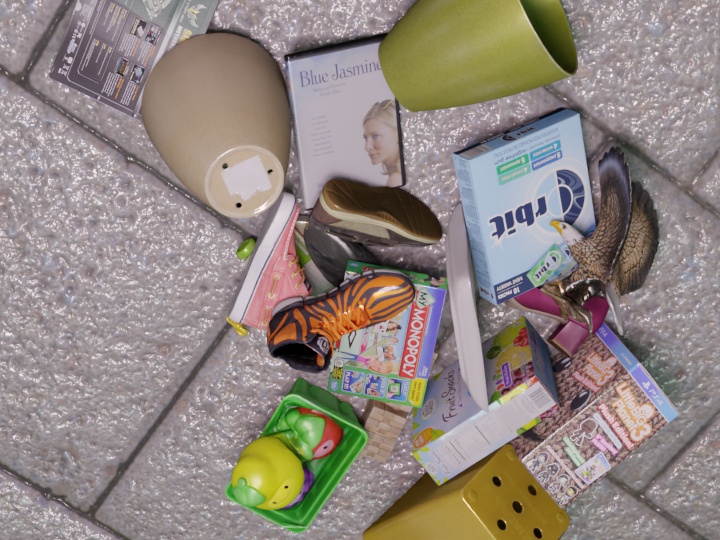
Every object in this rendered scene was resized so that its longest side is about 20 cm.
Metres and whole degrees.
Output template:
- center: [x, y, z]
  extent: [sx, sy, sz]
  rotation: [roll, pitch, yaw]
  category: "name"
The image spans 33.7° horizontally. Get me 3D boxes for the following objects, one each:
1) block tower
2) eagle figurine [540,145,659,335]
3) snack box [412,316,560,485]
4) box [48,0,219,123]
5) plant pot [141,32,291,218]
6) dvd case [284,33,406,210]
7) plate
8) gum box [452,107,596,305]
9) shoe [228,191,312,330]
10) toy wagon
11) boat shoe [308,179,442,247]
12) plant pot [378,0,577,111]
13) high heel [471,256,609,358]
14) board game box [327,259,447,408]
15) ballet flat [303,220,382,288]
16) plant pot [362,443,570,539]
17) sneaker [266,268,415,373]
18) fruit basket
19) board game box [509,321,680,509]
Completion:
- center: [0.047, 0.177, 1.671]
  extent: [0.057, 0.054, 0.202]
  rotation: [22, 115, -8]
  category: "block tower"
- center: [0.305, -0.033, 1.479]
  extent: [0.150, 0.152, 0.201]
  rotation: [40, 90, -12]
  category: "eagle figurine"
- center: [0.164, 0.173, 1.602]
  extent: [0.199, 0.169, 0.068]
  rotation: [-37, 108, 16]
  category: "snack box"
- center: [-0.273, -0.296, 1.461]
  extent: [0.156, 0.049, 0.202]
  rotation: [24, 114, -11]
  category: "box"
- center: [-0.156, -0.154, 1.412]
  extent: [0.184, 0.201, 0.190]
  rotation: [-9, 125, -13]
  category: "plant pot"
- center: [-0.016, -0.185, 1.493]
  extent: [0.141, 0.018, 0.203]
  rotation: [-15, 117, -16]
  category: "dvd case"
- center: [0.133, 0.046, 1.518]
  extent: [0.032, 0.201, 0.203]
  rotation: [-8, 120, 5]
  category: "plate"
- center: [0.214, -0.081, 1.511]
  extent: [0.168, 0.044, 0.203]
  rotation: [-23, 117, -19]
  category: "gum box"
- center: [-0.097, -0.004, 1.541]
  extent: [0.090, 0.072, 0.202]
  rotation: [20, 119, -10]
  category: "shoe"
- center: [-0.099, 0.013, 1.607]
  extent: [0.199, 0.040, 0.155]
  rotation: [-37, 109, 18]
  category: "toy wagon"
- center: [0.018, -0.066, 1.528]
  extent: [0.198, 0.074, 0.065]
  rotation: [16, 136, -36]
  category: "boat shoe"
- center: [0.126, -0.273, 1.404]
  extent: [0.198, 0.188, 0.188]
  rotation: [-24, 113, 26]
  category: "plant pot"
- center: [0.242, 0.020, 1.602]
  extent: [0.200, 0.067, 0.096]
  rotation: [42, 82, -13]
  category: "high heel"
- center: [0.033, 0.086, 1.567]
  extent: [0.132, 0.029, 0.202]
  rotation: [10, 125, 2]
  category: "board game box"
- center: [0.000, 0.000, 1.567]
  extent: [0.200, 0.057, 0.066]
  rotation: [42, 127, -20]
  category: "ballet flat"
- center: [0.161, 0.350, 1.597]
  extent: [0.201, 0.199, 0.176]
  rotation: [51, 133, 6]
  category: "plant pot"
- center: [-0.024, 0.072, 1.475]
  extent: [0.197, 0.113, 0.078]
  rotation: [-20, 119, 14]
  category: "sneaker"
- center: [-0.099, 0.271, 1.639]
  extent: [0.154, 0.216, 0.217]
  rotation: [28, 113, -11]
  category: "fruit basket"
- center: [0.297, 0.189, 1.592]
  extent: [0.199, 0.160, 0.097]
  rotation: [-40, 109, 6]
  category: "board game box"
